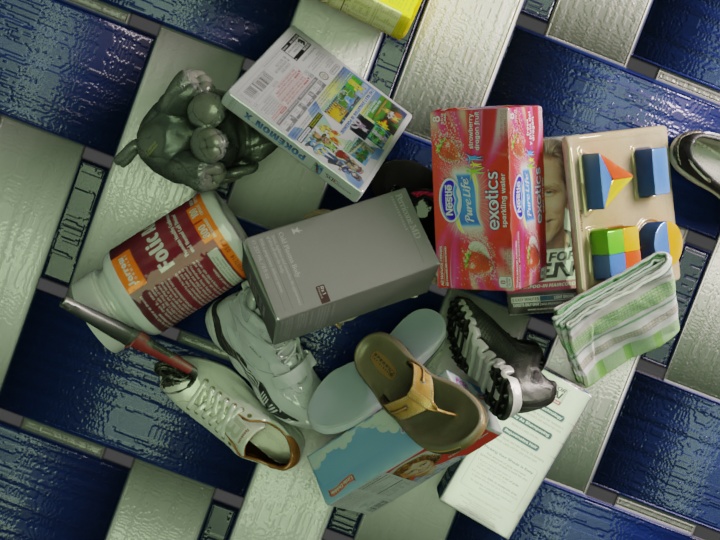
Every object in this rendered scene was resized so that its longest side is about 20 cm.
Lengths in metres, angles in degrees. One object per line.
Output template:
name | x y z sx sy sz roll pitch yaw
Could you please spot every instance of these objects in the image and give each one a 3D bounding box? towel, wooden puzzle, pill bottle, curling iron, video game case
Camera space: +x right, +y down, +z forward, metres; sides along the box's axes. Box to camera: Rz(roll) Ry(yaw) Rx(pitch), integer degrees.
towel | 0.302 0.063 1.415 0.148 0.200 0.031 -29 57 3
wooden puzzle | 0.312 -0.069 1.410 0.199 0.046 0.187 -11 96 -41
pill bottle | -0.227 0.002 1.428 0.199 0.114 0.115 -33 95 1
curling iron | -0.260 0.085 1.387 0.049 0.026 0.200 -39 130 14
video game case | -0.044 -0.182 1.386 0.182 0.200 0.022 36 126 -4

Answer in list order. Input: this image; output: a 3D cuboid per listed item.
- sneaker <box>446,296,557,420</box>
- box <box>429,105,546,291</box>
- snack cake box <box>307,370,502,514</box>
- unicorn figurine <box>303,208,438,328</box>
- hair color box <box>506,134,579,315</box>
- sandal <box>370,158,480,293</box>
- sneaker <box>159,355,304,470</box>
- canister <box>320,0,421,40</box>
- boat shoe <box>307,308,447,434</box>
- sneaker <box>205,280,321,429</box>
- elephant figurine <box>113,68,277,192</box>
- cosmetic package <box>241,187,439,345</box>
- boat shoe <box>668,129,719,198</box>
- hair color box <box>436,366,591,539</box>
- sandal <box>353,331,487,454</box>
sneaker | 0.165 0.100 1.425 0.090 0.200 0.067 -1 123 -21
box | 0.144 -0.082 1.368 0.099 0.095 0.202 2 99 32
snack cake box | 0.052 0.203 1.424 0.199 0.115 0.068 -33 61 14
unicorn figurine | 0.000 0.000 1.450 0.200 0.074 0.137 43 82 1
hair color box | 0.216 -0.053 1.439 0.099 0.060 0.202 -5 95 18
sandal | 0.092 -0.056 1.464 0.075 0.045 0.200 -43 94 3
sneaker | -0.152 0.169 1.460 0.199 0.085 0.073 32 95 -2
canister | -0.011 -0.372 1.416 0.199 0.087 0.149 25 94 -5
boat shoe | 0.023 0.133 1.457 0.202 0.086 0.074 -42 60 -18
sneaker | -0.090 0.096 1.432 0.200 0.115 0.075 47 52 -1
elephant figurine | -0.149 -0.155 1.421 0.155 0.199 0.142 34 113 24
cosmetic package | -0.023 -0.005 1.367 0.199 0.090 0.107 -21 71 -14
boat shoe | 0.464 -0.108 1.459 0.199 0.060 0.074 31 88 -5
hair color box | 0.183 0.209 1.481 0.100 0.061 0.201 30 94 -2
sandal | 0.054 0.130 1.347 0.080 0.054 0.200 -51 53 1
